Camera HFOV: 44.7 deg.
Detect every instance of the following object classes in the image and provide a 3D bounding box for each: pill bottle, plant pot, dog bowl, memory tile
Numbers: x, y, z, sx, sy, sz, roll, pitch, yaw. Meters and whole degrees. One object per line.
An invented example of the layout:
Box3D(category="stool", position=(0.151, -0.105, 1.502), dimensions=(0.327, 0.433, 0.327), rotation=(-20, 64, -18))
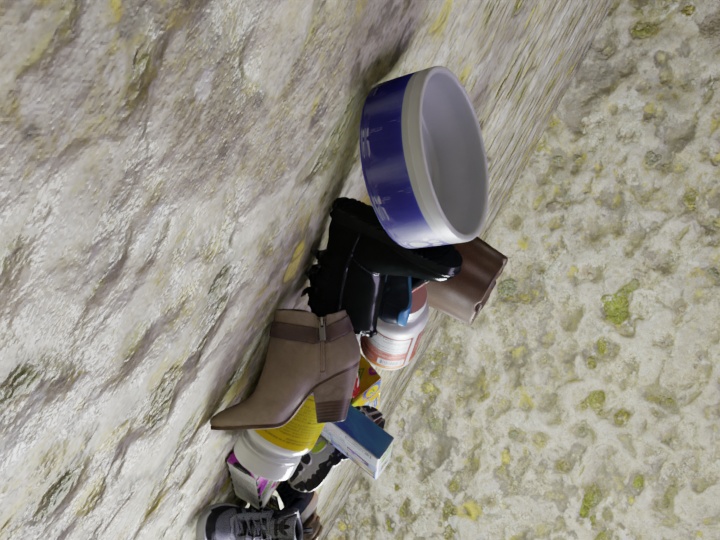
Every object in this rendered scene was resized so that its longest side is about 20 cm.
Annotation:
Box3D(category="pill bottle", position=(0.063, 0.090, 1.582), dimensions=(0.113, 0.111, 0.201), rotation=(-53, 167, -30))
Box3D(category="pill bottle", position=(-0.096, 0.186, 1.231), dimensions=(0.202, 0.113, 0.114), rotation=(-63, 168, 14))
Box3D(category="plant pot", position=(0.165, -0.008, 1.685), dimensions=(0.201, 0.197, 0.201), rotation=(-56, 168, -19))
Box3D(category="dog bowl", position=(0.078, -0.129, 1.022), dimensions=(0.199, 0.078, 0.203), rotation=(24, 61, -57))
Box3D(category="memory tile", position=(-0.126, 0.470, 1.510), dimensions=(0.153, 0.017, 0.200), rotation=(-46, -173, -4))

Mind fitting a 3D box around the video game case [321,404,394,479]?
Box3D(category="video game case", position=(-0.038, 0.239, 1.392), dimensions=(0.046, 0.199, 0.182), rotation=(-49, 166, -18))

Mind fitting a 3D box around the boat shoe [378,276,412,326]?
Box3D(category="boat shoe", position=(0.040, 0.013, 1.356), dimensions=(0.200, 0.068, 0.085), rotation=(-97, -163, -71))

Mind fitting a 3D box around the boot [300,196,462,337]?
Box3D(category="boot", position=(0.022, 0.013, 1.125), dimensions=(0.073, 0.196, 0.164), rotation=(-38, 150, -57))

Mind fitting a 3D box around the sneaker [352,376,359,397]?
Box3D(category="sneaker", position=(-0.035, 0.153, 1.379), dimensions=(0.077, 0.117, 0.200), rotation=(-16, 179, 15))

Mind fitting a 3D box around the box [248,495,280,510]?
Box3D(category="box", position=(-0.207, 0.498, 1.555), dimensions=(0.200, 0.049, 0.200), rotation=(-61, -175, -9))

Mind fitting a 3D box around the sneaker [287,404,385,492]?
Box3D(category="sneaker", position=(-0.047, 0.302, 1.518), dimensions=(0.199, 0.077, 0.085), rotation=(-35, 178, -11))

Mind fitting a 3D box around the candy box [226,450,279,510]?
Box3D(category="candy box", position=(-0.148, 0.293, 1.406), dimensions=(0.137, 0.061, 0.201), rotation=(-56, 169, -25))

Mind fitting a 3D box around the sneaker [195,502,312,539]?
Box3D(category="sneaker", position=(-0.159, 0.400, 1.365), dimensions=(0.199, 0.113, 0.077), rotation=(26, 57, -54))

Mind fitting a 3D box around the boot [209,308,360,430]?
Box3D(category="boot", position=(-0.097, 0.123, 1.118), dimensions=(0.070, 0.197, 0.149), rotation=(-176, -98, -79))

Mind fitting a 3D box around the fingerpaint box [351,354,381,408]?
Box3D(category="fingerpaint box", position=(-0.047, 0.254, 1.603), dimensions=(0.166, 0.073, 0.201), rotation=(-37, 159, -16))

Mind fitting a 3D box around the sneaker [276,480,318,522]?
Box3D(category="sneaker", position=(-0.129, 0.383, 1.562), dimensions=(0.075, 0.085, 0.200), rotation=(-44, -166, 3))

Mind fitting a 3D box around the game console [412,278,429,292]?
Box3D(category="game console", position=(0.096, -0.081, 1.471), dimensions=(0.171, 0.119, 0.201), rotation=(-33, -156, 18))

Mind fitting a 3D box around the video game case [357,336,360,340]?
Box3D(category="video game case", position=(-0.040, 0.150, 1.629), dimensions=(0.183, 0.023, 0.201), rotation=(-53, 168, -33))
